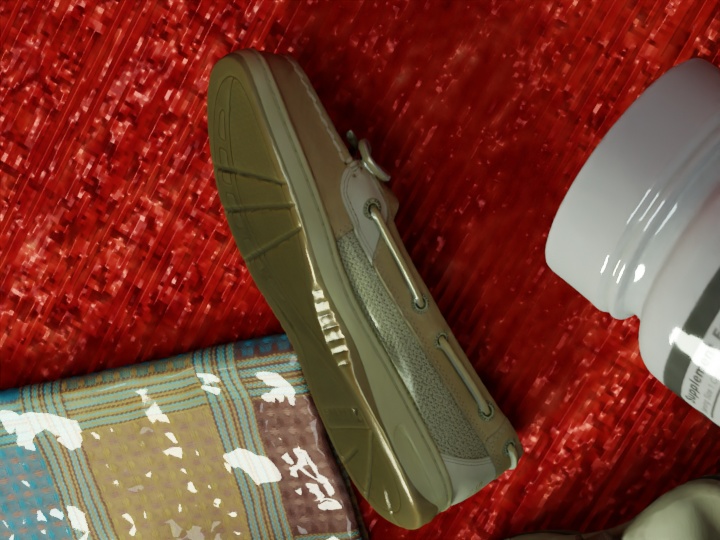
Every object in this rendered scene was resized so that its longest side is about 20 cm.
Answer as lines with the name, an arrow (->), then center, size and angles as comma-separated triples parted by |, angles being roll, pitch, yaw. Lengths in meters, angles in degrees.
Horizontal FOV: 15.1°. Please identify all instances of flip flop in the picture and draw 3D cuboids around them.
flip flop -> 0.095, 0.127, 1.037 | 0.200, 0.058, 0.081 | -16, 90, 54

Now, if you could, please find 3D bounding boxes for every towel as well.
towel -> -0.096, 0.110, 1.152 | 0.200, 0.022, 0.147 | -13, 107, 21

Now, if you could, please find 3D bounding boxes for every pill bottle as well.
pill bottle -> 0.172, 0.019, 0.968 | 0.200, 0.114, 0.114 | 38, 117, 18

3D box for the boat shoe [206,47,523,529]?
boat shoe -> 0.001, 0.001, 1.062 | 0.201, 0.063, 0.073 | 66, 158, -9
